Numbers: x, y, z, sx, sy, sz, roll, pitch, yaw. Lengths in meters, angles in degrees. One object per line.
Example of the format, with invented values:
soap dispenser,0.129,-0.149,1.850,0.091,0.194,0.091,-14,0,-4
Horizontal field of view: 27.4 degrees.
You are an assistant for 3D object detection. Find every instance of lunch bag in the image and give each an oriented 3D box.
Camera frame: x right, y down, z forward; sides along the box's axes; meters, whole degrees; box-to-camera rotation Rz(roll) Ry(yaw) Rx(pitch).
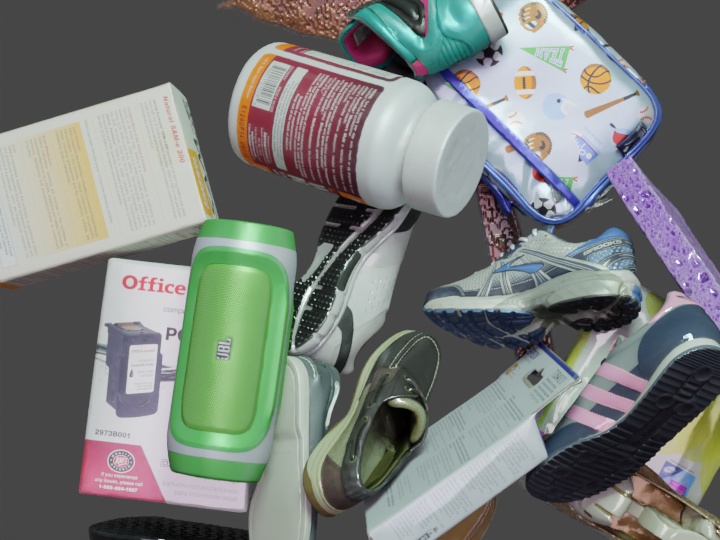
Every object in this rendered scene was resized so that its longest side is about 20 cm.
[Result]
lunch bag,0.151,-0.136,1.263,0.160,0.076,0.200,-44,83,2

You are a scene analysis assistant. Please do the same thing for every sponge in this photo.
sponge,0.269,0.004,1.181,0.030,0.111,0.201,-36,52,14

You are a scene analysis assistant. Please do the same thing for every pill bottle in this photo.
pill bottle,-0.002,-0.115,1.224,0.199,0.109,0.110,20,87,26

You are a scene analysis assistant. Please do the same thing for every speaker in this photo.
speaker,-0.102,0.064,1.175,0.088,0.088,0.201,7,86,4

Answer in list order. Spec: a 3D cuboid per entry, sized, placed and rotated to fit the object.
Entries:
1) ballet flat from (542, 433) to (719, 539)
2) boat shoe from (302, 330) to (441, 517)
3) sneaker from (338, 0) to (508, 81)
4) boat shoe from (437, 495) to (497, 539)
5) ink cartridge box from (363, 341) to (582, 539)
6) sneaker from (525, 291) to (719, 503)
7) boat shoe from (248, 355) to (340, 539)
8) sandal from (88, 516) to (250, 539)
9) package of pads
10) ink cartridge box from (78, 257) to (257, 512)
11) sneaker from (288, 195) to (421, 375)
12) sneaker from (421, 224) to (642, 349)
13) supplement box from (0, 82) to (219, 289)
ballet flat,0.222,0.190,1.169,0.199,0.065,0.071,27,92,4
boat shoe,0.026,0.122,1.204,0.066,0.201,0.072,-11,119,39
sneaker,0.029,-0.228,1.248,0.120,0.084,0.200,-34,48,2
boat shoe,0.038,0.247,1.238,0.072,0.076,0.200,44,89,6
ink cartridge box,0.090,0.143,1.182,0.200,0.200,0.041,-37,95,2
sneaker,0.198,0.099,1.122,0.070,0.082,0.200,28,123,-29
boat shoe,-0.047,0.170,1.210,0.073,0.062,0.201,0,87,46
sandal,-0.136,0.243,1.255,0.199,0.075,0.045,7,96,2
package of pads,0.231,0.124,1.240,0.154,0.068,0.201,30,87,4
ink cartridge box,-0.151,0.095,1.259,0.144,0.084,0.201,6,86,3
sneaker,0.000,0.000,1.273,0.074,0.080,0.200,19,71,45
sneaker,0.145,0.010,1.238,0.199,0.077,0.086,-8,57,31
supplement box,-0.235,-0.071,1.283,0.199,0.074,0.127,-15,84,3
